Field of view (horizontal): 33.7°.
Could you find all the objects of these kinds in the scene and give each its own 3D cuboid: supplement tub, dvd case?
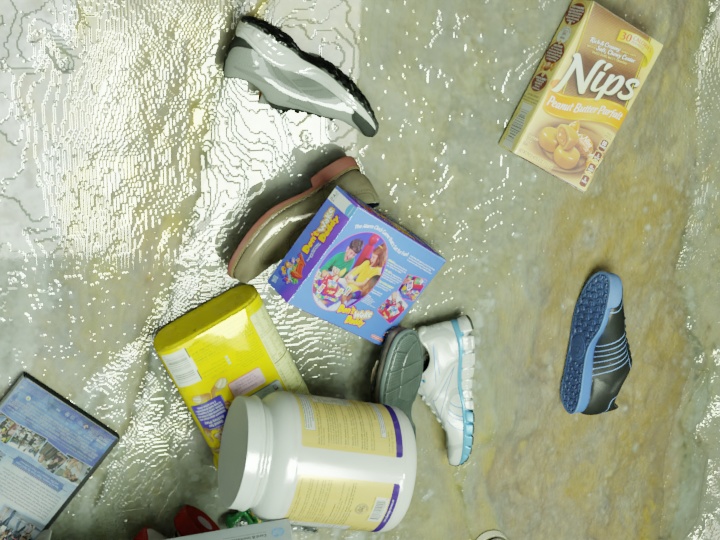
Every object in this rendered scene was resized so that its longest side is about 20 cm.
[{"bbox_3d":[-0.050,0.215,1.344,0.197,0.145,0.147,10,105,-20],"label":"supplement tub"},{"bbox_3d":[-0.400,0.236,1.406,0.142,0.018,0.201,38,93,-25],"label":"dvd case"}]

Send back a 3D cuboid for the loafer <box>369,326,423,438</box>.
[{"bbox_3d":[0.032,0.159,1.483,0.071,0.062,0.203,-18,119,-41],"label":"loafer"}]

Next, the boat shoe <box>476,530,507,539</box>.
[{"bbox_3d":[0.191,0.462,1.644,0.071,0.060,0.203,-8,110,-15],"label":"boat shoe"}]

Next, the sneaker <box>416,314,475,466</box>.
[{"bbox_3d":[0.102,0.155,1.518,0.085,0.075,0.203,-4,107,-2],"label":"sneaker"}]

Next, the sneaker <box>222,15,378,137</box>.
[{"bbox_3d":[-0.066,-0.205,1.342,0.199,0.074,0.080,30,107,-18],"label":"sneaker"}]

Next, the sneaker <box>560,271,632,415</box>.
[{"bbox_3d":[0.322,0.096,1.564,0.077,0.070,0.203,1,113,-22],"label":"sneaker"}]

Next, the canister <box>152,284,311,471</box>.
[{"bbox_3d":[-0.142,0.136,1.418,0.147,0.087,0.202,-29,112,-8],"label":"canister"}]

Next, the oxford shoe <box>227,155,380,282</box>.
[{"bbox_3d":[-0.066,-0.045,1.375,0.199,0.070,0.075,-41,75,0],"label":"oxford shoe"}]

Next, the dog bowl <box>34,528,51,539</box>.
[{"bbox_3d":[-0.321,0.395,1.391,0.059,0.198,0.202,-51,123,-43],"label":"dog bowl"}]

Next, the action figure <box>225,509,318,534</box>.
[{"bbox_3d":[-0.076,0.293,1.511,0.197,0.055,0.120,-17,115,-7],"label":"action figure"}]

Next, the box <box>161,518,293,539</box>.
[{"bbox_3d":[-0.138,0.375,1.319,0.153,0.041,0.202,-8,122,-3],"label":"box"}]

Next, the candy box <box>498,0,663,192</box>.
[{"bbox_3d":[0.267,-0.213,1.446,0.114,0.055,0.202,24,100,-23],"label":"candy box"}]

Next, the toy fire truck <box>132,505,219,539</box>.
[{"bbox_3d":[-0.187,0.393,1.442,0.199,0.168,0.112,40,93,-25],"label":"toy fire truck"}]

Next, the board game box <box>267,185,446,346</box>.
[{"bbox_3d":[0.000,0.000,1.386,0.135,0.045,0.199,-52,143,7],"label":"board game box"}]
